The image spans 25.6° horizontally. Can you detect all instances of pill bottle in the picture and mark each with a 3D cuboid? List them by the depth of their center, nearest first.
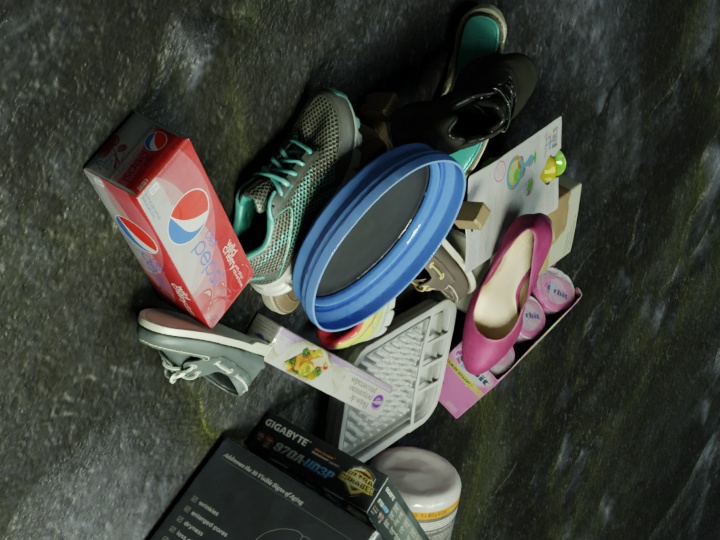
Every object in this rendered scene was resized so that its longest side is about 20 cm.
[{"bbox_3d":[0.050,0.323,1.911,0.116,0.116,0.201,-26,135,-48],"label":"pill bottle"}]

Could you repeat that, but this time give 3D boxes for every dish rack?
[{"bbox_3d":[0.027,0.122,1.782,0.200,0.043,0.173,-29,137,-47],"label":"dish rack"}]

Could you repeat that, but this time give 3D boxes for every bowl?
[{"bbox_3d":[0.015,-0.033,1.475,0.200,0.039,0.201,-39,156,-22],"label":"bowl"}]

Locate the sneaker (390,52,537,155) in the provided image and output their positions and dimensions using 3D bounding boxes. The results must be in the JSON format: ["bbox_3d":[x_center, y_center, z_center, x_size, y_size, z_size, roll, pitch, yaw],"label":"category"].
[{"bbox_3d":[0.121,-0.158,1.547,0.200,0.090,0.076,-38,112,-38],"label":"sneaker"}]

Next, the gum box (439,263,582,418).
[{"bbox_3d":[0.175,0.079,1.921,0.200,0.066,0.114,-40,174,-37],"label":"gum box"}]

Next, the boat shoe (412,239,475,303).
[{"bbox_3d":[0.068,-0.015,1.710,0.060,0.072,0.200,-50,146,-10],"label":"boat shoe"}]

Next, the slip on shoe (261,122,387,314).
[{"bbox_3d":[-0.034,-0.046,1.520,0.076,0.060,0.201,16,99,-61],"label":"slip on shoe"}]

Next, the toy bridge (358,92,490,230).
[{"bbox_3d":[0.057,-0.106,1.601,0.200,0.067,0.027,47,62,-39],"label":"toy bridge"}]

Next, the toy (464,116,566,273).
[{"bbox_3d":[0.157,-0.090,1.755,0.200,0.047,0.116,-31,130,-44],"label":"toy"}]

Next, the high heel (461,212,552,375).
[{"bbox_3d":[0.155,0.030,1.726,0.201,0.067,0.096,-61,171,15],"label":"high heel"}]

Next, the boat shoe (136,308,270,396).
[{"bbox_3d":[-0.144,0.078,1.430,0.062,0.072,0.200,-67,157,0],"label":"boat shoe"}]

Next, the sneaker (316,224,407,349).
[{"bbox_3d":[0.000,0.000,1.597,0.090,0.078,0.201,-30,138,-45],"label":"sneaker"}]

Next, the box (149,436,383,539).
[{"bbox_3d":[-0.101,0.307,1.557,0.197,0.199,0.124,-54,152,-16],"label":"box"}]

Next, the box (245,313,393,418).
[{"bbox_3d":[-0.042,0.098,1.604,0.200,0.041,0.039,32,87,-49],"label":"box"}]

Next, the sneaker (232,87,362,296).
[{"bbox_3d":[-0.066,-0.073,1.435,0.091,0.077,0.201,12,101,-57],"label":"sneaker"}]

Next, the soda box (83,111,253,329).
[{"bbox_3d":[-0.155,-0.038,1.323,0.070,0.063,0.200,-52,149,-20],"label":"soda box"}]

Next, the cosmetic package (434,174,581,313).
[{"bbox_3d":[0.175,-0.037,1.865,0.200,0.071,0.106,-35,140,-42],"label":"cosmetic package"}]

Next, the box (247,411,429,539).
[{"bbox_3d":[-0.019,0.238,1.679,0.046,0.158,0.200,-55,150,-16],"label":"box"}]

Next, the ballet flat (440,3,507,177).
[{"bbox_3d":[0.114,-0.181,1.657,0.062,0.067,0.201,-58,167,-70],"label":"ballet flat"}]
